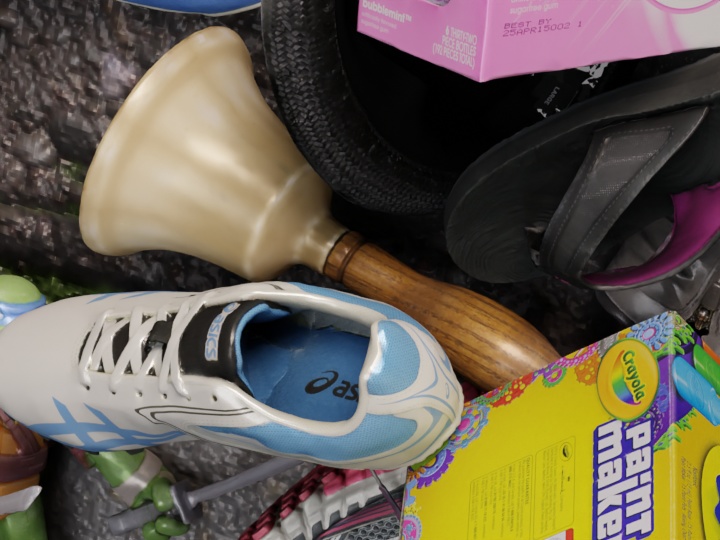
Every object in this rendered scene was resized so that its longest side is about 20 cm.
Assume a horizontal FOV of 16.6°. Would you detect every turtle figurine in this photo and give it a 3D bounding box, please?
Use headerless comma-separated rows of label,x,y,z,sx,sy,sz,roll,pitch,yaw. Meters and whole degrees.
turtle figurine,-0.147,0.115,1.048,0.200,0.144,0.194,29,121,19

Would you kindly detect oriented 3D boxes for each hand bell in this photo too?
hand bell,0.000,0.000,0.955,0.200,0.104,0.104,33,117,17

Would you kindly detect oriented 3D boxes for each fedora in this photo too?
fedora,0.023,-0.122,0.901,0.092,0.200,0.201,38,123,44

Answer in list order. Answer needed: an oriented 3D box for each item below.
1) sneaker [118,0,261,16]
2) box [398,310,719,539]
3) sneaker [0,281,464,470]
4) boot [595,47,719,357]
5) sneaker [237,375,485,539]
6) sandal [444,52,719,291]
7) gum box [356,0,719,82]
sneaker,-0.121,-0.136,0.972,0.199,0.111,0.077,16,112,19
box,0.114,0.161,0.874,0.122,0.200,0.193,-27,127,28
sneaker,-0.058,0.032,0.919,0.199,0.072,0.073,3,149,27
boot,0.189,-0.012,0.906,0.200,0.070,0.132,22,117,29
sneaker,0.010,0.107,1.010,0.200,0.081,0.075,-37,91,29
sandal,0.106,-0.031,0.860,0.200,0.075,0.048,-25,51,37
gum box,0.090,-0.135,0.824,0.066,0.200,0.114,27,120,46
